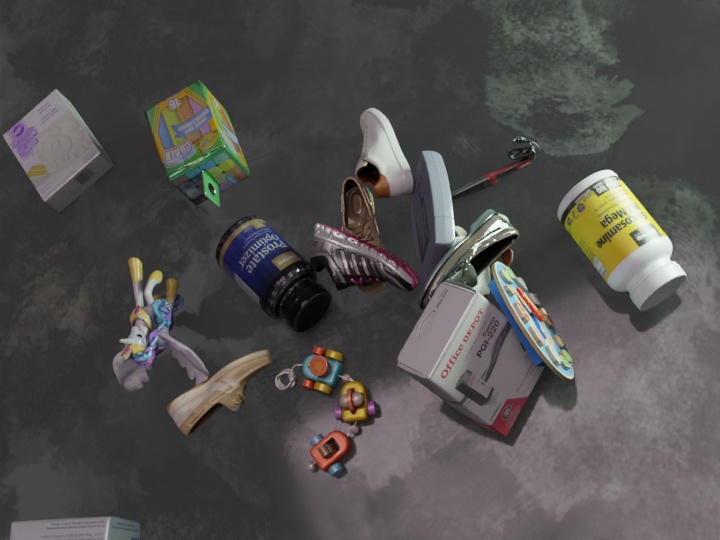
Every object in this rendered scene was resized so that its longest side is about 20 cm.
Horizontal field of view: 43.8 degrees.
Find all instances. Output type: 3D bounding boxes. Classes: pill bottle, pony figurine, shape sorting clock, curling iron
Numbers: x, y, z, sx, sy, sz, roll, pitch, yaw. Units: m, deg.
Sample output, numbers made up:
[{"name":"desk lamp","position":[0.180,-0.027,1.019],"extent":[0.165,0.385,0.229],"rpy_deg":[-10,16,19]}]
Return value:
[{"name":"pill bottle","position":[-0.143,0.008,1.503],"extent":[0.200,0.112,0.112],"rpy_deg":[41,86,25]},{"name":"pony figurine","position":[-0.348,0.107,1.506],"extent":[0.163,0.194,0.202],"rpy_deg":[-9,49,10]},{"name":"pill bottle","position":[0.397,-0.044,1.358],"extent":[0.112,0.113,0.201],"rpy_deg":[-34,65,2]},{"name":"shape sorting clock","position":[0.255,0.071,1.313],"extent":[0.039,0.199,0.202],"rpy_deg":[-36,64,21]},{"name":"curling iron","position":[0.209,-0.161,1.501],"extent":[0.198,0.026,0.050],"rpy_deg":[-32,102,8]}]

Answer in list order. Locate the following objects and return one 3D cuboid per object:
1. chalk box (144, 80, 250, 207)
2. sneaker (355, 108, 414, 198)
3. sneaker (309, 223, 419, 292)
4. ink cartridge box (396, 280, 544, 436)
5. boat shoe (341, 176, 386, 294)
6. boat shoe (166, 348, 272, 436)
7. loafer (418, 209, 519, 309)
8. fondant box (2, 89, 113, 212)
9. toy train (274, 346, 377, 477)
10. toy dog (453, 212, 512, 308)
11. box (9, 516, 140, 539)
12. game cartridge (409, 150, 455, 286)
[{"name":"chalk box","position":[-0.287,-0.212,1.620],"extent":[0.122,0.125,0.202],"rpy_deg":[-27,66,6]},{"name":"sneaker","position":[0.020,-0.202,1.527],"extent":[0.083,0.073,0.202],"rpy_deg":[-14,50,-11]},{"name":"sneaker","position":[0.000,0.000,1.442],"extent":[0.198,0.074,0.089],"rpy_deg":[25,96,17]},{"name":"ink cartridge box","position":[0.167,0.130,1.311],"extent":[0.084,0.199,0.147],"rpy_deg":[18,74,56]},{"name":"boat shoe","position":[-0.002,-0.060,1.510],"extent":[0.070,0.065,0.203],"rpy_deg":[-17,68,10]},{"name":"boat shoe","position":[-0.222,0.204,1.485],"extent":[0.198,0.074,0.070],"rpy_deg":[-33,77,4]},{"name":"loafer","position":[0.164,-0.009,1.347],"extent":[0.062,0.072,0.200],"rpy_deg":[31,66,23]},{"name":"fondant box","position":[-0.593,-0.235,1.757],"extent":[0.144,0.058,0.201],"rpy_deg":[-40,64,0]},{"name":"toy train","position":[-0.060,0.216,1.434],"extent":[0.149,0.056,0.201],"rpy_deg":[-34,65,2]},{"name":"toy dog","position":[0.178,-0.004,1.418],"extent":[0.129,0.096,0.204],"rpy_deg":[-4,70,15]},{"name":"box","position":[-0.459,0.502,1.425],"extent":[0.181,0.105,0.204],"rpy_deg":[-6,68,14]},{"name":"game cartridge","position":[0.113,-0.086,1.423],"extent":[0.040,0.134,0.202],"rpy_deg":[0,51,-6]}]
